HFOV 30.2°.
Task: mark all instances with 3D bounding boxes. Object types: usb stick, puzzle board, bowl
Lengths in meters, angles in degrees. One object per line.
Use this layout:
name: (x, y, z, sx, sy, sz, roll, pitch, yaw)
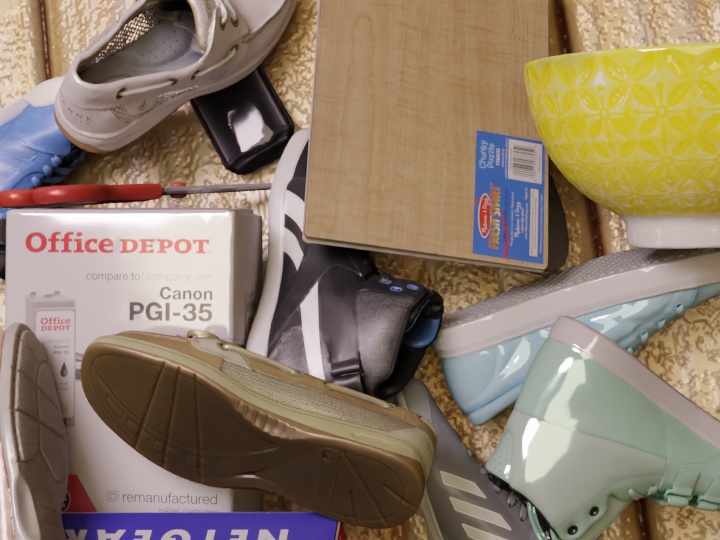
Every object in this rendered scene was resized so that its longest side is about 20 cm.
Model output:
usb stick: (-0.109, -0.158, 0.906, 0.055, 0.033, 0.202, -30, 77, 4)
puzzle board: (0.043, -0.101, 0.820, 0.148, 0.017, 0.203, 8, 68, -11)
bowl: (0.194, -0.069, 0.773, 0.197, 0.200, 0.110, -2, 94, 8)

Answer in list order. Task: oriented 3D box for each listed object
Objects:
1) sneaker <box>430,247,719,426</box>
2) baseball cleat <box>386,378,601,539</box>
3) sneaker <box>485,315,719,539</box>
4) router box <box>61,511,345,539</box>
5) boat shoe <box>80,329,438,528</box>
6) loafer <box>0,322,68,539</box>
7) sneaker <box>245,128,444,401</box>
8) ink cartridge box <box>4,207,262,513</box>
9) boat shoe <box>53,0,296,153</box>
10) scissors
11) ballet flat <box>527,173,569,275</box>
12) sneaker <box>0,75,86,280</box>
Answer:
sneaker: (0.145, 0.040, 0.824, 0.197, 0.074, 0.083, -18, 99, 5)
baseball cleat: (0.085, 0.151, 0.813, 0.105, 0.070, 0.203, -20, 87, -3)
sneaker: (0.162, 0.127, 0.776, 0.199, 0.074, 0.119, 34, 87, -14)
router box: (-0.098, 0.221, 0.772, 0.197, 0.049, 0.182, -1, 124, 8)
boat shoe: (-0.055, 0.077, 0.734, 0.198, 0.063, 0.074, 17, 122, 6)
loafer: (-0.190, 0.122, 0.704, 0.062, 0.072, 0.202, -19, 58, 5)
sneaker: (0.000, 0.000, 0.819, 0.110, 0.073, 0.203, -3, 59, 17)
ink cartridge box: (-0.137, 0.063, 0.806, 0.144, 0.083, 0.204, 0, 90, 7)
boat shoe: (-0.106, -0.151, 0.840, 0.071, 0.069, 0.200, 41, 60, 7)
scissors: (-0.131, -0.052, 0.856, 0.073, 0.198, 0.014, -4, 92, 52)
ballet flat: (0.070, -0.082, 0.860, 0.046, 0.067, 0.202, -39, 75, 40)
sneaker: (-0.219, -0.054, 0.881, 0.197, 0.077, 0.113, -15, 77, 5)
